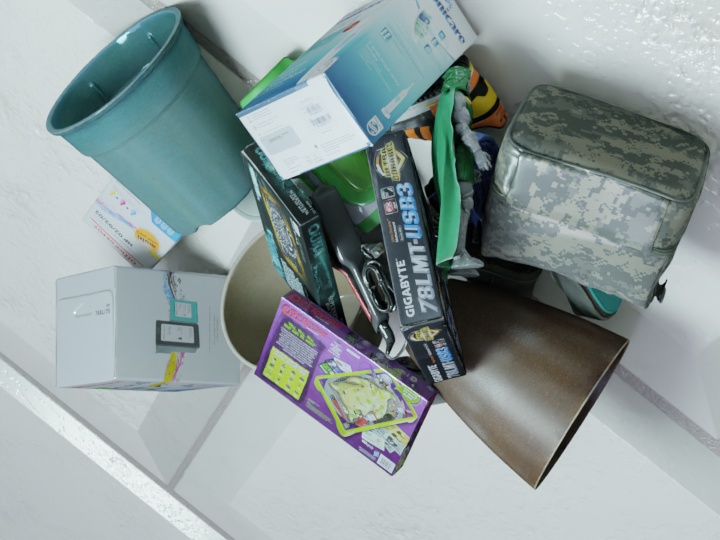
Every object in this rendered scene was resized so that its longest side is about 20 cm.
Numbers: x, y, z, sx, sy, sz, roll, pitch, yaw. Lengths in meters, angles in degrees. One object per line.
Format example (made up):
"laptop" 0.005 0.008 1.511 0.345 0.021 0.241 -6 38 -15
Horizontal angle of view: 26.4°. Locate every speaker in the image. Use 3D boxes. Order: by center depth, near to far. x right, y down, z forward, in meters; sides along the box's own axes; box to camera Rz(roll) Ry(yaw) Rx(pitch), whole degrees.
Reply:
"speaker" -0.038 -0.138 1.688 0.200 0.089 0.088 45 144 -9

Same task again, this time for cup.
"cup" -0.047 0.051 1.840 0.199 0.202 0.143 12 164 33

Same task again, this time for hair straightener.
"hair straightener" 0.000 0.000 1.633 0.201 0.041 0.077 66 152 6

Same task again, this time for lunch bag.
"lunch bag" 0.215 -0.061 1.466 0.198 0.140 0.169 19 127 9

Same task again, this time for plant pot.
"plant pot" 0.154 0.100 1.642 0.199 0.187 0.188 33 144 13
"plant pot" -0.219 -0.160 1.753 0.199 0.201 0.196 -10 131 47

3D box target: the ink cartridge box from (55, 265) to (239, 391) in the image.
"ink cartridge box" -0.279 0.080 2.007 0.146 0.199 0.147 -10 78 47

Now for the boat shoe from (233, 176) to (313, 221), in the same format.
"boat shoe" -0.085 -0.084 1.804 0.060 0.076 0.199 12 -171 -43

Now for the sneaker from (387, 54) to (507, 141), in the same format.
"sneaker" 0.068 -0.153 1.592 0.090 0.070 0.199 42 149 -21

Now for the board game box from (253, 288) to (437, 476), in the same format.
"board game box" -0.019 0.123 1.679 0.199 0.032 0.121 35 132 16

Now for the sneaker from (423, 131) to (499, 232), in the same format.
"sneaker" 0.101 -0.092 1.586 0.077 0.071 0.200 21 163 18

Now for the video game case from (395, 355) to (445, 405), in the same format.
"video game case" 0.067 0.126 1.776 0.142 0.200 0.018 11 96 29

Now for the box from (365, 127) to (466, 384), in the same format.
"box" 0.055 -0.009 1.518 0.049 0.202 0.199 -14 160 6

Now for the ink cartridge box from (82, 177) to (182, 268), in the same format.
"ink cartridge box" -0.285 -0.071 1.997 0.115 0.068 0.200 43 145 -5

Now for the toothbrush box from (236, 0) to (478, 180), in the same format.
"toothbrush box" -0.001 -0.191 1.499 0.146 0.200 0.086 -16 114 50

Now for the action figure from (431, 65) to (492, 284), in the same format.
"action figure" 0.093 -0.097 1.448 0.054 0.202 0.118 0 169 -3

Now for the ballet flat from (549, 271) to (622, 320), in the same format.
"ballet flat" 0.209 -0.028 1.604 0.063 0.067 0.201 3 131 49

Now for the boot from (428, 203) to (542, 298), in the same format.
"boot" 0.125 0.029 1.749 0.181 0.073 0.201 26 149 17

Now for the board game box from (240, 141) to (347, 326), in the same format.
"board game box" -0.071 -0.032 1.685 0.135 0.028 0.201 52 164 36
